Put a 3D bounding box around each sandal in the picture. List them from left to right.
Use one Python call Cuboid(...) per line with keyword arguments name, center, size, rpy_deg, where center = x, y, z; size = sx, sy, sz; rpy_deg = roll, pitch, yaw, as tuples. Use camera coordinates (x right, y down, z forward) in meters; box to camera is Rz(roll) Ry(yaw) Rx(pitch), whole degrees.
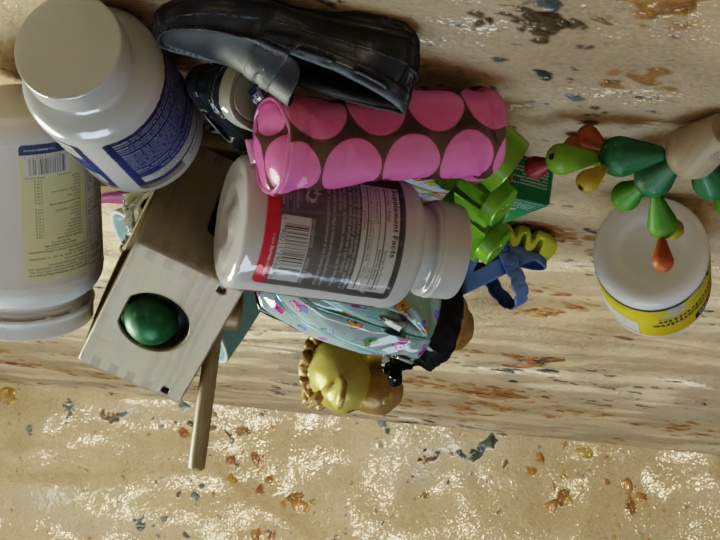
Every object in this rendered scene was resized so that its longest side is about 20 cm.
Cuboid(name="sandal", center=(0.113, -0.014, 1.697), size=(0.199, 0.088, 0.079), rpy_deg=(13, 169, -14))

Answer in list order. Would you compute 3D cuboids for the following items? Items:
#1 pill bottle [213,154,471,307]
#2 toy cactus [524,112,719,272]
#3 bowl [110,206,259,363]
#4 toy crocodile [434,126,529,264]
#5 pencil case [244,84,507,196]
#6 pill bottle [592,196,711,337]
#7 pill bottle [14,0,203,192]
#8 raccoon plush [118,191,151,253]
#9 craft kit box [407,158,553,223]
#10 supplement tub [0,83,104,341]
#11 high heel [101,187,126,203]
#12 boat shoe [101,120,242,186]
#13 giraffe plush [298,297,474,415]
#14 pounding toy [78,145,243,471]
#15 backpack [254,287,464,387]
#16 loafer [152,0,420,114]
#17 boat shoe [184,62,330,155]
Cuboid(name="pill bottle", center=(-0.014, -0.028, 1.328), size=(0.199, 0.111, 0.111), rpy_deg=(8, 168, -19))
Cuboid(name="toy cactus", center=(0.253, -0.079, 1.340), size=(0.199, 0.103, 0.165), rpy_deg=(22, 154, -17))
Cuboid(name="bowl", center=(-0.167, -0.012, 1.718), size=(0.201, 0.105, 0.201), rpy_deg=(47, 164, 18))
Cuboid(name="toy crocodile", center=(0.106, -0.063, 1.400), size=(0.067, 0.062, 0.200), rpy_deg=(39, 162, 15))
Cuboid(name="pencil case", center=(0.012, -0.105, 1.264), size=(0.199, 0.091, 0.094), rpy_deg=(-3, 171, -23))
Cuboid(name="pill bottle", center=(0.294, 0.004, 1.603), size=(0.111, 0.113, 0.200), rpy_deg=(4, 168, 14))
Cuboid(name="pill bottle", center=(-0.198, -0.139, 1.254), size=(0.110, 0.112, 0.200), rpy_deg=(5, 168, 10))
Cuboid(name="raccoon plush", center=(-0.153, -0.019, 1.589), size=(0.133, 0.097, 0.200), rpy_deg=(-7, 145, 15))
Cuboid(name="craft kit box", center=(0.049, -0.083, 1.526), size=(0.199, 0.049, 0.197), rpy_deg=(12, 169, -20))
Cuboid(name="supplement tub", center=(-0.301, -0.053, 1.416), size=(0.144, 0.201, 0.145), rpy_deg=(1, -160, 0))
Cuboid(name="high heel", center=(-0.235, -0.087, 1.622), size=(0.199, 0.068, 0.096), rpy_deg=(-9, 153, 14))
Cuboid(name="boat shoe", center=(-0.185, -0.116, 1.499), size=(0.199, 0.063, 0.073), rpy_deg=(5, 142, -2))
Cuboid(name="giraffe plush", center=(0.006, 0.084, 1.723), size=(0.199, 0.163, 0.173), rpy_deg=(20, 166, 14))
Cuboid(name="pounding toy", center=(-0.152, 0.031, 1.424), size=(0.142, 0.200, 0.184), rpy_deg=(25, 128, -10))
Cuboid(name="backpack", center=(0.000, 0.000, 1.526), size=(0.199, 0.168, 0.127), rpy_deg=(17, 146, -24))
Cuboid(name="loafer", center=(-0.055, -0.158, 1.179), size=(0.199, 0.071, 0.068), rpy_deg=(8, 165, -4))
Cuboid(name="boat shoe", center=(-0.079, -0.125, 1.340), size=(0.066, 0.075, 0.199), rpy_deg=(12, 176, 30))
